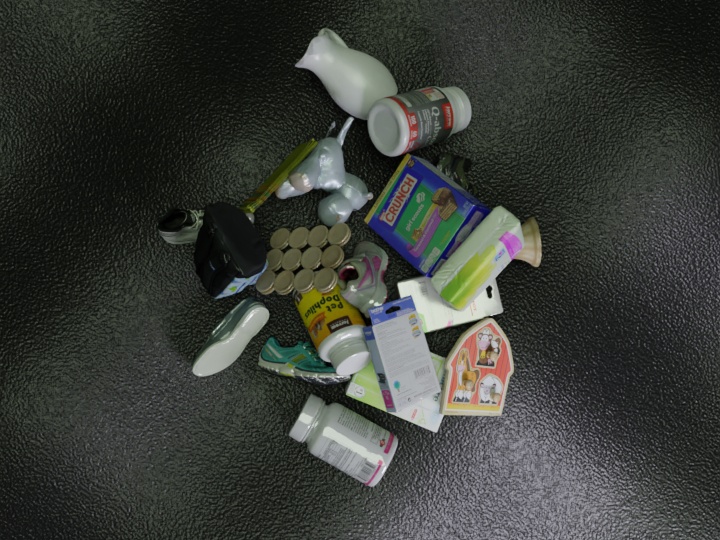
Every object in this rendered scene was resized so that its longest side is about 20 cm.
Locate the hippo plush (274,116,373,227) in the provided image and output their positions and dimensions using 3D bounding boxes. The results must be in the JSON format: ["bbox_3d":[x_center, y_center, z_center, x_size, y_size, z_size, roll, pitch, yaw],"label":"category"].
[{"bbox_3d":[-0.067,-0.180,1.513,0.161,0.159,0.200,48,69,-22],"label":"hippo plush"}]

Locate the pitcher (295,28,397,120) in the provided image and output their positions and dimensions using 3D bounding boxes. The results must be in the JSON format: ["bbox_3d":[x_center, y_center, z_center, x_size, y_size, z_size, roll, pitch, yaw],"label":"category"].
[{"bbox_3d":[-0.020,-0.415,1.527,0.200,0.172,0.121,35,130,-13],"label":"pitcher"}]

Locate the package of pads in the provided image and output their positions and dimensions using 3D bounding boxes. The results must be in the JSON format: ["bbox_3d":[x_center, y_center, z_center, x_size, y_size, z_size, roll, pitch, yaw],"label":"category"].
[{"bbox_3d":[0.227,-0.017,1.414,0.068,0.155,0.200,44,92,19],"label":"package of pads"}]

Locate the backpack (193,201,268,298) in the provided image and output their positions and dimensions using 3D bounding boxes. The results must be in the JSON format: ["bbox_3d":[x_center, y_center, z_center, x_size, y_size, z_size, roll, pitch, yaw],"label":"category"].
[{"bbox_3d":[-0.259,-0.025,1.448,0.154,0.200,0.163,-19,72,-44],"label":"backpack"}]

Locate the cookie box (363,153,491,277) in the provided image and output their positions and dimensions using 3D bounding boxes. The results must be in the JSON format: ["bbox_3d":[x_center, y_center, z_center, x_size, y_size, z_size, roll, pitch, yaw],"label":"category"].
[{"bbox_3d":[0.129,-0.108,1.461,0.200,0.075,0.171,44,109,34],"label":"cookie box"}]

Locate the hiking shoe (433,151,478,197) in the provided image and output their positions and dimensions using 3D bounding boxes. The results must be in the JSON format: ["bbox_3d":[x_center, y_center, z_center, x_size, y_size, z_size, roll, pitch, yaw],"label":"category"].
[{"bbox_3d":[0.198,-0.146,1.535,0.100,0.076,0.200,4,90,-4],"label":"hiking shoe"}]

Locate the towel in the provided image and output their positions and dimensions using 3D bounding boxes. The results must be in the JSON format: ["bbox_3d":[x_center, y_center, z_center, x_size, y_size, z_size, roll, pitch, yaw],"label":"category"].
[{"bbox_3d":[-0.168,-0.186,1.451,0.200,0.086,0.018,-49,114,-19],"label":"towel"}]

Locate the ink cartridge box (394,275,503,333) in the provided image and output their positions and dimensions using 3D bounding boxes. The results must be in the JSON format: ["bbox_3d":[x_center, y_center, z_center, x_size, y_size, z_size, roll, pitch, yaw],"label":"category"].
[{"bbox_3d":[0.182,0.057,1.526,0.200,0.067,0.117,-13,87,-2],"label":"ink cartridge box"}]

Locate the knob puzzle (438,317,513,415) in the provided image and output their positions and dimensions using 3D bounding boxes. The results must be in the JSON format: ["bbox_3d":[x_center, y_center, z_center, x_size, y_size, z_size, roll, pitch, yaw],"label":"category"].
[{"bbox_3d":[0.248,0.195,1.484,0.219,0.030,0.220,-6,100,-36],"label":"knob puzzle"}]

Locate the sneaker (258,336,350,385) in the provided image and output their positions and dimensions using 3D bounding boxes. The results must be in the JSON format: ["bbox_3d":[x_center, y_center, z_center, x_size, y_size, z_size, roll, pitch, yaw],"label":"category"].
[{"bbox_3d":[-0.113,0.183,1.489,0.200,0.078,0.080,12,74,17],"label":"sneaker"}]

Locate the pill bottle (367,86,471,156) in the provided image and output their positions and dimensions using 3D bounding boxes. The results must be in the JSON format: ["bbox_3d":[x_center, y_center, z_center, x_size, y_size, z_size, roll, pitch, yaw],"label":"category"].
[{"bbox_3d":[0.122,-0.308,1.488,0.200,0.116,0.116,-23,87,-34],"label":"pill bottle"}]

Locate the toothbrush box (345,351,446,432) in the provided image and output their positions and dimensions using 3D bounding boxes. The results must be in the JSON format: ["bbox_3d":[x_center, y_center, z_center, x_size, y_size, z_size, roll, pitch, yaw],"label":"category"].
[{"bbox_3d":[0.086,0.220,1.504,0.200,0.086,0.146,24,86,-2],"label":"toothbrush box"}]

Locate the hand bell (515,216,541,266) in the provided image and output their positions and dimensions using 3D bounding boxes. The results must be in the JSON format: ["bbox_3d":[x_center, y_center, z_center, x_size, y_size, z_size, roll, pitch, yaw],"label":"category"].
[{"bbox_3d":[0.261,-0.048,1.518,0.200,0.104,0.104,-7,87,-2],"label":"hand bell"}]

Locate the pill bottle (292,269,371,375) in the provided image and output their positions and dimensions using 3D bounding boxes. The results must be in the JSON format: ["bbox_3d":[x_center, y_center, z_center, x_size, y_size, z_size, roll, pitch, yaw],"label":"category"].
[{"bbox_3d":[-0.052,0.104,1.457,0.109,0.109,0.200,-27,60,-3],"label":"pill bottle"}]

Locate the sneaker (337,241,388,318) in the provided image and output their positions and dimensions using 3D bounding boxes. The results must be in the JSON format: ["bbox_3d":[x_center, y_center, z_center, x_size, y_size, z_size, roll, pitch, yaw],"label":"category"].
[{"bbox_3d":[0.000,0.000,1.465,0.088,0.200,0.081,32,118,-23],"label":"sneaker"}]

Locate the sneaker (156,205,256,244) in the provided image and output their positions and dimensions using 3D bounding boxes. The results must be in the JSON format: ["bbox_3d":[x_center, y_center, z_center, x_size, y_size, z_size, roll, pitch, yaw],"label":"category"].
[{"bbox_3d":[-0.314,-0.093,1.492,0.200,0.115,0.076,-9,87,-3],"label":"sneaker"}]

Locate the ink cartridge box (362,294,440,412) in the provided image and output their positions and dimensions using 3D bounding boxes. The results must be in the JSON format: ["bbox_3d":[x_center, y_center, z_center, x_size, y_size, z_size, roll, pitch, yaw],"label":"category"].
[{"bbox_3d":[0.076,0.157,1.416,0.119,0.042,0.200,-16,92,-36],"label":"ink cartridge box"}]

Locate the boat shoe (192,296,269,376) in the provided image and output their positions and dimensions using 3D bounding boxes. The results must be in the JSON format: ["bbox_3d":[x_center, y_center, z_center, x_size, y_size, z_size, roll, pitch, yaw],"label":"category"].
[{"bbox_3d":[-0.273,0.135,1.519,0.200,0.073,0.062,-45,46,3],"label":"boat shoe"}]

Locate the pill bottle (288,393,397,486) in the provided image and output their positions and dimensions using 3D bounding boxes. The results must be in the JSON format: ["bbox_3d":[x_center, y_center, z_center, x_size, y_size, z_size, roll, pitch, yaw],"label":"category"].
[{"bbox_3d":[-0.036,0.336,1.478,0.200,0.113,0.113,30,86,0],"label":"pill bottle"}]

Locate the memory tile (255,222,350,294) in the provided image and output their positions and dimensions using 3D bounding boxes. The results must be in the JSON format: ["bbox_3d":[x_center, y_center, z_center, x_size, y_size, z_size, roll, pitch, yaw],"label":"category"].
[{"bbox_3d":[-0.116,-0.022,1.475,0.200,0.017,0.154,-2,61,33],"label":"memory tile"}]
